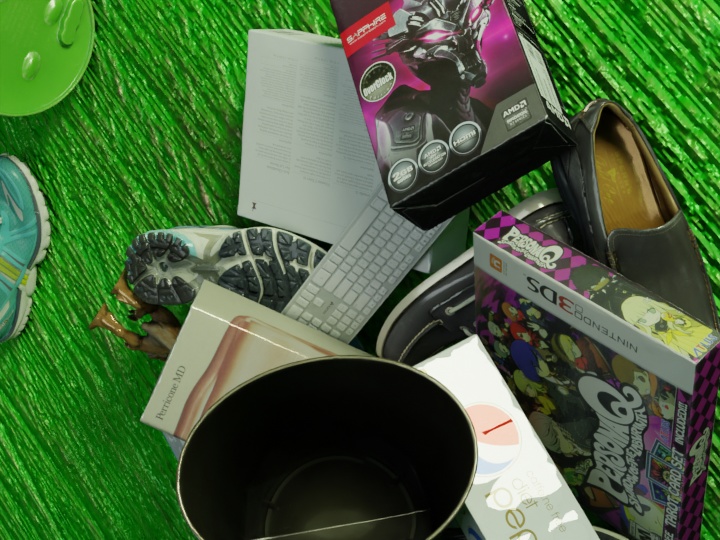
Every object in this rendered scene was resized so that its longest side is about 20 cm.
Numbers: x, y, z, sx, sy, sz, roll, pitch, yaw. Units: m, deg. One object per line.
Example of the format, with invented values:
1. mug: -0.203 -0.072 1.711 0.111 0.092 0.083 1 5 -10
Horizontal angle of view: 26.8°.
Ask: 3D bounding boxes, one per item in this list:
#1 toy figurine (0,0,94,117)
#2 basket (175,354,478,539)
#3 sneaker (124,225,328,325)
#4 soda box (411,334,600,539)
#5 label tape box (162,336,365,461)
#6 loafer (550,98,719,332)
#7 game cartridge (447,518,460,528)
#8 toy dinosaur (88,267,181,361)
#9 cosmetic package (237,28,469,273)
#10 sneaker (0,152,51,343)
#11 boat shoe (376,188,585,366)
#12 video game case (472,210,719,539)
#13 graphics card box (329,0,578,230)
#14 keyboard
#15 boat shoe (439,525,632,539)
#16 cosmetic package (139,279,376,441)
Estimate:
1. toy figurine: -0.345 -0.254 1.386 0.184 0.150 0.201 21 90 47
2. basket: -0.015 0.154 0.977 0.200 0.180 0.136 83 175 -66
3. sneaker: -0.088 -0.009 1.222 0.199 0.086 0.078 9 108 25
4. soda box: 0.096 0.148 1.005 0.200 0.068 0.064 60 169 17
5. label tape box: -0.068 0.127 1.241 0.200 0.066 0.144 -43 70 40
6. loafer: 0.181 -0.016 0.974 0.200 0.073 0.072 64 171 10
7. game cartridge: 0.076 0.238 1.156 0.133 0.041 0.200 48 126 19
8. toy dinosaur: -0.167 0.051 1.261 0.106 0.200 0.061 32 86 -9
9. cosmetic package: -0.005 -0.095 1.151 0.200 0.052 0.151 18 108 37
10. sneaker: -0.353 -0.014 1.454 0.077 0.080 0.201 28 115 35
11. boat shoe: 0.087 0.024 1.081 0.200 0.073 0.063 -44 66 33
12. video game case: 0.152 0.079 1.002 0.181 0.036 0.200 33 145 34
13. graphics card box: 0.057 -0.141 1.024 0.125 0.051 0.200 -28 58 22
14. keyboard: 0.000 0.000 1.112 0.056 0.011 0.200 29 132 -11
15. boat shoe: 0.107 0.214 1.059 0.199 0.062 0.075 -1 87 28
16. cosmetic package: -0.051 0.099 1.125 0.200 0.087 0.104 23 101 -4
